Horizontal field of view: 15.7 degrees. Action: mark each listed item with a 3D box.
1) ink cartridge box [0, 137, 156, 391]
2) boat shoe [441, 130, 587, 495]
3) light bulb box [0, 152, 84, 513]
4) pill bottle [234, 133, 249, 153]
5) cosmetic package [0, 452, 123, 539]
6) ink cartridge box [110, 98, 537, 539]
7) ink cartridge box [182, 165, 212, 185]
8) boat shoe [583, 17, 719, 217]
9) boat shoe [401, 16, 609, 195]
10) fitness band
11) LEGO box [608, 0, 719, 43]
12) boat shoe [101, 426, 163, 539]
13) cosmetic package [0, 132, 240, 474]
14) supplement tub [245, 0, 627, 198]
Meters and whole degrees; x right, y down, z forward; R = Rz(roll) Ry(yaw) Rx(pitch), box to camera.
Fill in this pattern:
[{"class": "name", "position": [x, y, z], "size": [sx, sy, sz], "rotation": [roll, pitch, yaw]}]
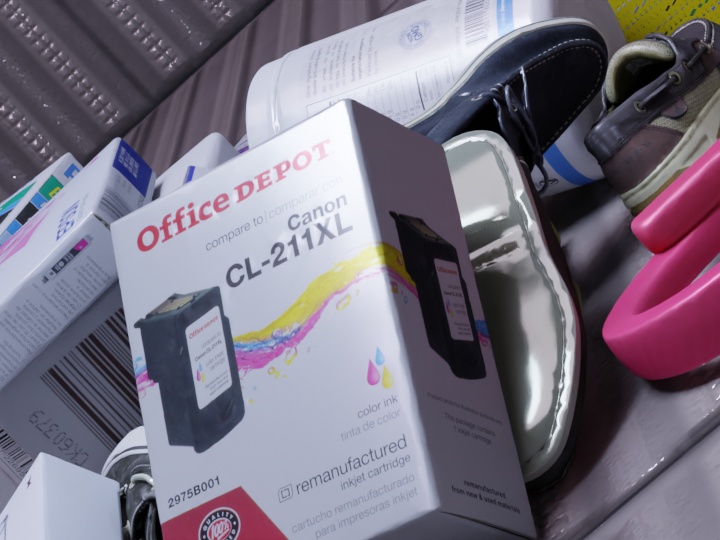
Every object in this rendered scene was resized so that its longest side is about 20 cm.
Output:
[{"class": "ink cartridge box", "position": [-0.199, 0.022, 1.455], "size": [0.200, 0.043, 0.196], "rotation": [-42, 12, 8]}, {"class": "boat shoe", "position": [0.073, 0.025, 1.215], "size": [0.072, 0.061, 0.202], "rotation": [-21, 48, 16]}, {"class": "light bulb box", "position": [-0.209, 0.066, 1.759], "size": [0.125, 0.198, 0.200], "rotation": [-32, 17, 37]}, {"class": "pill bottle", "position": [-0.068, -0.014, 1.786], "size": [0.111, 0.111, 0.200], "rotation": [-36, 13, 32]}, {"class": "cosmetic package", "position": [-0.181, 0.213, 1.284], "size": [0.200, 0.052, 0.151], "rotation": [-56, 22, 24]}, {"class": "ink cartridge box", "position": [-0.021, 0.047, 1.161], "size": [0.145, 0.083, 0.201], "rotation": [-27, 62, 27]}, {"class": "ink cartridge box", "position": [0.000, 0.000, 1.361], "size": [0.198, 0.199, 0.047], "rotation": [-86, 1, -72]}, {"class": "boat shoe", "position": [0.166, -0.099, 1.419], "size": [0.073, 0.065, 0.200], "rotation": [-38, 12, 26]}, {"class": "boat shoe", "position": [0.065, -0.064, 1.333], "size": [0.200, 0.075, 0.062], "rotation": [-35, 39, -32]}, {"class": "fitness band", "position": [0.186, -0.031, 1.157], "size": [0.200, 0.037, 0.144], "rotation": [-44, 14, 1]}, {"class": "LEGO box", "position": [0.210, -0.197, 1.587], "size": [0.200, 0.077, 0.149], "rotation": [-39, 12, 20]}, {"class": "boat shoe", "position": [-0.090, 0.119, 1.299], "size": [0.064, 0.071, 0.200], "rotation": [-48, 14, -27]}, {"class": "cosmetic package", "position": [-0.094, 0.052, 1.505], "size": [0.165, 0.165, 0.200], "rotation": [-40, 12, 12]}, {"class": "supplement tub", "position": [0.050, -0.091, 1.507], "size": [0.199, 0.132, 0.132], "rotation": [-18, 22, 27]}]
